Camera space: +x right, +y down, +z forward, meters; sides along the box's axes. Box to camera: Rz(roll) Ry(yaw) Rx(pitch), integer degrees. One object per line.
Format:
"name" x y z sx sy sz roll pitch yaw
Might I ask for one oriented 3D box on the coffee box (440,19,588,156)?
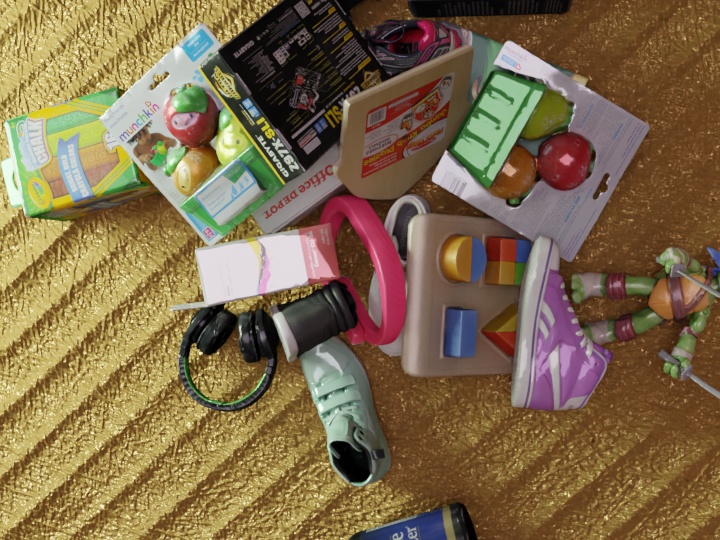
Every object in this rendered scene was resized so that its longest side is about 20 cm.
"coffee box" 0.167 -0.213 1.392 0.197 0.044 0.125 24 94 6

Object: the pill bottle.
"pill bottle" 0.047 0.363 1.382 0.197 0.112 0.114 -19 88 7

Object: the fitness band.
"fitness band" 0.000 0.000 1.359 0.037 0.201 0.145 -6 132 -26

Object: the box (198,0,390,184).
"box" -0.067 -0.219 1.280 0.049 0.200 0.161 -21 110 48

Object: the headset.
"headset" -0.160 0.073 1.413 0.121 0.094 0.204 10 80 7

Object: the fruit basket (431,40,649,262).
"fruit basket" 0.209 -0.139 1.336 0.198 0.094 0.187 28 99 -10

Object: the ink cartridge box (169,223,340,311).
"ink cartridge box" -0.128 -0.004 1.325 0.196 0.116 0.069 -12 91 -7

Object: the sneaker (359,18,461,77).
"sneaker" 0.021 -0.267 1.376 0.197 0.074 0.082 -10 78 30

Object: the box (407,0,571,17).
"box" 0.155 -0.388 1.362 0.196 0.104 0.151 1 91 8

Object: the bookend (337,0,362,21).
"bookend" -0.020 -0.415 1.340 0.197 0.091 0.203 -21 88 47

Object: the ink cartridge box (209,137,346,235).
"ink cartridge box" -0.098 -0.168 1.392 0.145 0.084 0.202 -32 88 23

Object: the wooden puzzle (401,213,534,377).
"wooden puzzle" 0.142 0.032 1.345 0.197 0.046 0.189 2 92 -36

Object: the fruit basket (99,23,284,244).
"fruit basket" -0.179 -0.148 1.306 0.184 0.094 0.200 -34 109 25

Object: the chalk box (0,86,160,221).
"chalk box" -0.360 -0.136 1.422 0.197 0.124 0.127 -16 88 7

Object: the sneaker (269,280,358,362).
"sneaker" -0.053 0.059 1.356 0.098 0.200 0.072 -23 91 -7

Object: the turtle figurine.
"turtle figurine" 0.342 0.050 1.310 0.191 0.144 0.203 -9 50 24

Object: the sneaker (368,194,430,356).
"sneaker" 0.045 0.007 1.376 0.072 0.116 0.204 6 92 5

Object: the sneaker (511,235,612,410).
"sneaker" 0.240 0.063 1.328 0.112 0.073 0.204 4 101 2

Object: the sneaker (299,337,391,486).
"sneaker" -0.022 0.166 1.385 0.073 0.118 0.203 -27 86 8

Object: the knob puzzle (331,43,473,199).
"knob puzzle" 0.044 -0.161 1.324 0.220 0.219 0.031 -45 62 5
